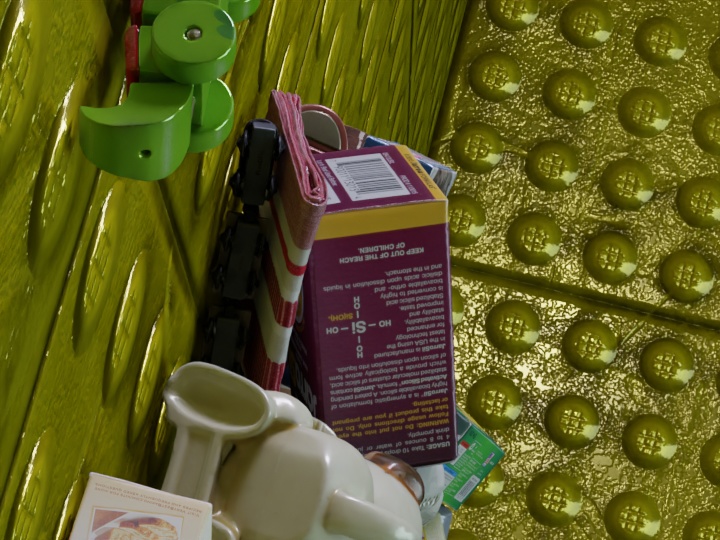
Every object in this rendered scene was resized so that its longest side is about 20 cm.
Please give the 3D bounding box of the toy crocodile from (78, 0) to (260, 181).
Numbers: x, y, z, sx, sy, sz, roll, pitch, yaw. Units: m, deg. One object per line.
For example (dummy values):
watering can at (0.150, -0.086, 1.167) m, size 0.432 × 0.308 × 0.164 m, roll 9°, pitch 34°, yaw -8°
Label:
toy crocodile at (-0.081, -0.123, 1.083) m, size 0.068 × 0.061 × 0.201 m, roll 97°, pitch 3°, yaw -56°

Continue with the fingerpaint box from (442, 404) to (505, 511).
fingerpaint box at (0.027, 0.113, 1.975) m, size 0.073 × 0.167 × 0.200 m, roll -49°, pitch 163°, yaw -1°

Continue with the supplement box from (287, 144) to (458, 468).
supplement box at (0.004, 0.027, 1.672) m, size 0.131 × 0.103 × 0.201 m, roll -124°, pitch -151°, yaw -67°

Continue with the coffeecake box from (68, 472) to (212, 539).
coffeecake box at (-0.141, 0.238, 1.279) m, size 0.154 × 0.073 × 0.201 m, roll 98°, pitch 7°, yaw -57°

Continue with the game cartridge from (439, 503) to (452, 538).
game cartridge at (-0.023, 0.226, 2.049) m, size 0.041 × 0.199 × 0.134 m, roll 1°, pitch 104°, yaw -67°

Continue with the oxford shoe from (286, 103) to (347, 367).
oxford shoe at (-0.047, -0.024, 1.764) m, size 0.074 × 0.070 × 0.201 m, roll -111°, pitch -144°, yaw -86°

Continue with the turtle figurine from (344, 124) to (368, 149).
turtle figurine at (-0.034, -0.036, 1.896) m, size 0.200 × 0.064 × 0.162 m, roll 89°, pitch 15°, yaw -80°

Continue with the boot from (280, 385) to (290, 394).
boot at (-0.043, 0.070, 2.155) m, size 0.175 × 0.066 × 0.201 m, roll 95°, pitch 8°, yaw -66°

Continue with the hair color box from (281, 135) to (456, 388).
hair color box at (0.000, 0.000, 1.823) m, size 0.201 × 0.060 × 0.100 m, roll -66°, pitch 169°, yaw 6°

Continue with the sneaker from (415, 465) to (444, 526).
sneaker at (0.035, 0.162, 1.739) m, size 0.085 × 0.073 × 0.200 m, roll 63°, pitch 14°, yaw -14°

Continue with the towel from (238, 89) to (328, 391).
towel at (-0.059, -0.003, 1.608) m, size 0.144 × 0.023 × 0.201 m, roll -106°, pitch -155°, yaw -53°

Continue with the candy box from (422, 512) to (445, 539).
candy box at (-0.024, 0.238, 1.865) m, size 0.026 × 0.199 × 0.103 m, roll 111°, pitch -25°, yaw -45°

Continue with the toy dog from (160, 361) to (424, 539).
toy dog at (-0.029, 0.151, 1.528) m, size 0.200 × 0.193 × 0.140 m, roll 36°, pitch 57°, yaw -61°

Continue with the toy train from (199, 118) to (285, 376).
toy train at (-0.082, -0.007, 1.588) m, size 0.046 × 0.034 × 0.201 m, roll -102°, pitch -158°, yaw -70°
